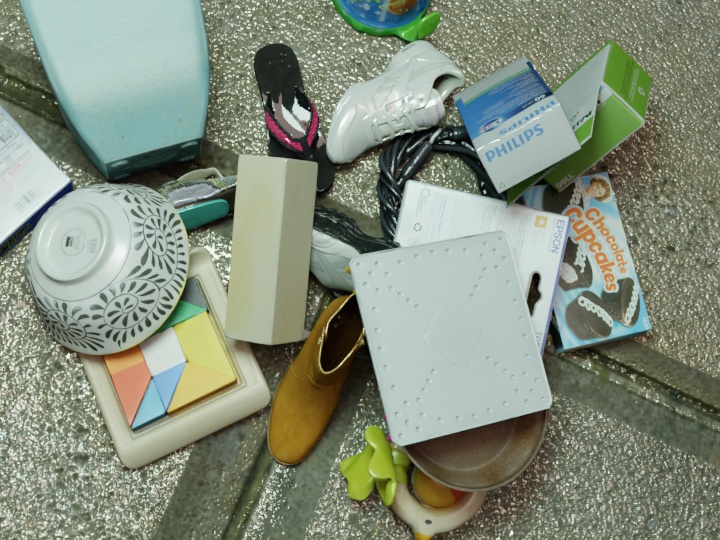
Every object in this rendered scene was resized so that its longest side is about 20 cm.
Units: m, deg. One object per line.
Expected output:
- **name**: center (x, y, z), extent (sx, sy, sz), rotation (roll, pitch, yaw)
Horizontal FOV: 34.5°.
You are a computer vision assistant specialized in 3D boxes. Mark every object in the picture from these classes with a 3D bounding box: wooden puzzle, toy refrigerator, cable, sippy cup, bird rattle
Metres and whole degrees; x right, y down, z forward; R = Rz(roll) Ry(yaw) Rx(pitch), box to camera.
- **wooden puzzle**: center (-0.220, 0.096, 1.313), extent (0.183, 0.037, 0.202), rotation (-24, 81, -8)
- **toy refrigerator**: center (-0.102, -0.024, 1.294), extent (0.069, 0.076, 0.204), rotation (8, 95, 26)
- **cable**: center (0.099, -0.082, 1.397), extent (0.160, 0.051, 0.204), rotation (2, 76, -7)
- **sippy cup**: center (0.033, -0.378, 1.422), extent (0.175, 0.130, 0.141), rotation (24, 74, 0)
- **bird rattle**: center (0.079, 0.212, 1.318), extent (0.199, 0.112, 0.165), rotation (-32, 93, -27)

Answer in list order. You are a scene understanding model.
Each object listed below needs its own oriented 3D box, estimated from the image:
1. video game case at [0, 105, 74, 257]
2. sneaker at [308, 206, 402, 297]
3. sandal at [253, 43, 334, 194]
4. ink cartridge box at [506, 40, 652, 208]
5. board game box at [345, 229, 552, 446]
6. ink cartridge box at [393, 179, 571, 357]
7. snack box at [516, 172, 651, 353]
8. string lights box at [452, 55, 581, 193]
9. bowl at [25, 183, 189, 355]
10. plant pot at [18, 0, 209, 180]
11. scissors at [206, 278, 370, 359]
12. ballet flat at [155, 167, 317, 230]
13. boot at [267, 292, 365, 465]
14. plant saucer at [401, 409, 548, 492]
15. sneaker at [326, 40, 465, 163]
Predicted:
- **video game case**: center (-0.464, -0.096, 1.332), extent (0.181, 0.045, 0.200), rotation (45, 75, 4)
- **sneaker**: center (0.000, 0.000, 1.327), extent (0.199, 0.080, 0.073), rotation (32, 34, 31)
- **sandal**: center (-0.085, -0.186, 1.402), extent (0.074, 0.045, 0.203), rotation (-16, 79, -11)
- **ink cartridge box**: center (0.252, -0.149, 1.338), extent (0.075, 0.148, 0.201), rotation (37, 42, -14)
- **board game box**: center (0.095, 0.070, 1.244), extent (0.197, 0.026, 0.203), rotation (-10, 80, -25)
- **ink cartridge box**: center (0.128, 0.014, 1.346), extent (0.196, 0.043, 0.200), rotation (13, 88, 5)
- **snack box**: center (0.270, -0.011, 1.408), extent (0.114, 0.037, 0.203), rotation (-12, 78, -10)
- **string lights box**: center (0.170, -0.168, 1.296), extent (0.102, 0.201, 0.059), rotation (-28, 113, 10)
- **bowl**: center (-0.296, -0.017, 1.273), extent (0.197, 0.094, 0.204), rotation (-5, 71, 16)
- **plant pot**: center (-0.260, -0.219, 1.321), extent (0.193, 0.196, 0.203), rotation (-17, 88, -11)
- **scissors**: center (-0.088, 0.075, 1.356), extent (0.198, 0.014, 0.074), rotation (34, 74, 0)
- **ballet flat**: center (-0.151, -0.096, 1.364), extent (0.197, 0.072, 0.073), rotation (-11, 77, -11)
- **boot**: center (-0.049, 0.119, 1.275), extent (0.070, 0.144, 0.204), rotation (24, 82, -3)
- **plant saucer**: center (0.112, 0.140, 1.266), extent (0.197, 0.037, 0.204), rotation (6, 74, -21)
- **sneaker**: center (0.042, -0.196, 1.392), extent (0.200, 0.075, 0.099), rotation (-44, 56, -14)
